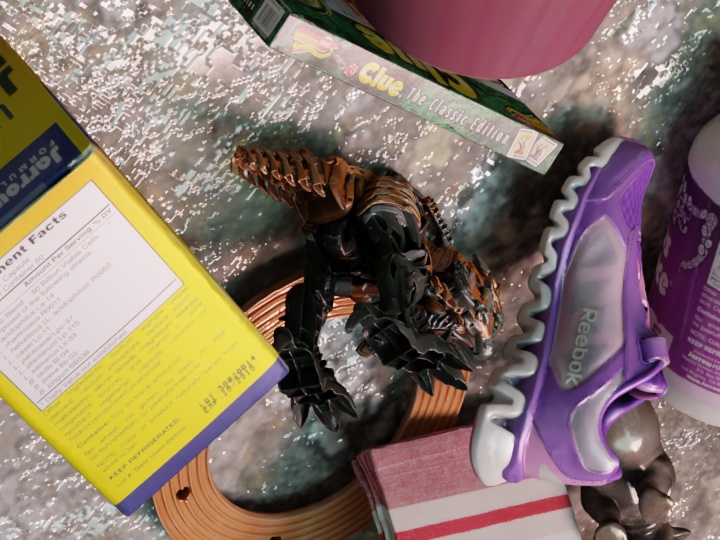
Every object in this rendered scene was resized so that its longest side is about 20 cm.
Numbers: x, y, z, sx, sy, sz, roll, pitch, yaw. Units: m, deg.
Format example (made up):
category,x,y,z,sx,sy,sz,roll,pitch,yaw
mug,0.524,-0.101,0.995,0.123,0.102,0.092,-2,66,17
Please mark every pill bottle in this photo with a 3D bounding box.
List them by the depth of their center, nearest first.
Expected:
category,x,y,z,sx,sy,sz,roll,pitch,yaw
pill bottle,0.226,-0.020,1.644,0.112,0.112,0.201,-9,128,-32

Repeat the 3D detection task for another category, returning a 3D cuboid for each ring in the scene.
category,x,y,z,sx,sy,sz,roll,pitch,yaw
ring,-0.028,0.075,1.596,0.199,0.019,0.201,-20,133,-23

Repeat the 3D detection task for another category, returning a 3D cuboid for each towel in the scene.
category,x,y,z,sx,sy,sz,roll,pitch,yaw
towel,0.076,0.183,1.631,0.143,0.201,0.023,-8,169,-43

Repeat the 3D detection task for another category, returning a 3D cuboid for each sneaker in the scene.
category,x,y,z,sx,sy,sz,roll,pitch,yaw
sneaker,0.129,0.029,1.582,0.081,0.088,0.201,51,56,-71

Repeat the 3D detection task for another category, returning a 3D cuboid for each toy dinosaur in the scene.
category,x,y,z,sx,sy,sz,roll,pitch,yaw
toy dinosaur,0.000,0.000,1.499,0.199,0.136,0.102,23,143,-24

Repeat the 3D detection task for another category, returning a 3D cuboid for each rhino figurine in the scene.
category,x,y,z,sx,sy,sz,roll,pitch,yaw
rhino figurine,0.150,0.119,1.694,0.059,0.088,0.201,-18,119,9

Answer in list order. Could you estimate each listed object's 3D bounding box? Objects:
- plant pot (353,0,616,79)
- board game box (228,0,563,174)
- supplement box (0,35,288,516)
category,x,y,z,sx,sy,sz,roll,pitch,yaw
plant pot,0.069,-0.193,1.344,0.199,0.201,0.180,-17,148,-26
board game box,0.005,-0.109,1.410,0.199,0.105,0.024,22,113,-46
supplement box,-0.139,0.003,1.387,0.109,0.110,0.200,-41,138,-3
